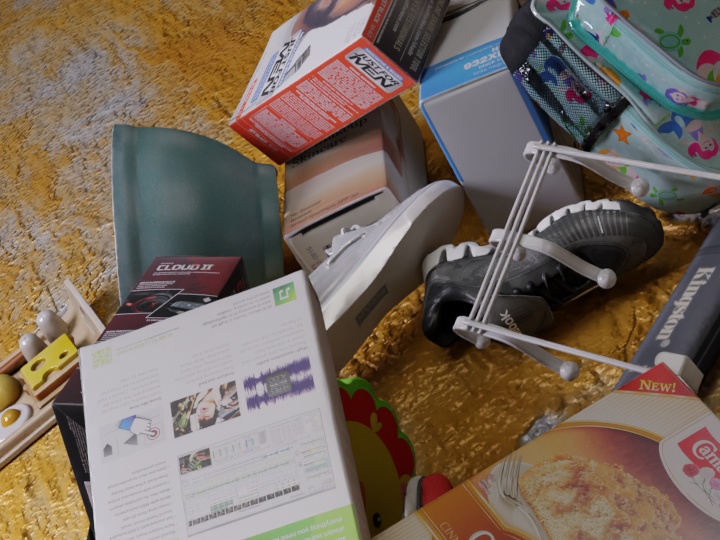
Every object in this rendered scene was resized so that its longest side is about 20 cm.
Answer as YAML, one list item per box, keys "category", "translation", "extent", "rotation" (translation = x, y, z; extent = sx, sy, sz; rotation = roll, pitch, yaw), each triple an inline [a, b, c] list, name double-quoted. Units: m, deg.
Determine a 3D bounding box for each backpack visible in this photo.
- category: "backpack"
  translation: [0.223, -0.149, 1.065]
  extent: [0.177, 0.200, 0.151]
  rotation: [-40, -1, -27]

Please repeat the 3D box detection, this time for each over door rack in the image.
- category: "over door rack"
  translation: [0.165, -0.003, 0.978]
  extent: [0.199, 0.066, 0.149]
  rotation: [10, 73, 48]

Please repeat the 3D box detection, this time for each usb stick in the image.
- category: "usb stick"
  translation: [0.223, 0.027, 0.995]
  extent: [0.055, 0.033, 0.201]
  rotation: [6, 50, 45]

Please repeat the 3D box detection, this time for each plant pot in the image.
- category: "plant pot"
  translation: [-0.131, -0.024, 1.260]
  extent: [0.132, 0.202, 0.201]
  rotation: [-4, 33, -4]

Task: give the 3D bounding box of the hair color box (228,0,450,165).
- category: "hair color box"
  translation: [-0.017, -0.173, 1.225]
  extent: [0.199, 0.064, 0.112]
  rotation: [-23, 37, 50]

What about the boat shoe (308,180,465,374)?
- category: "boat shoe"
  translation: [0.000, 0.000, 1.151]
  extent: [0.068, 0.072, 0.201]
  rotation: [30, 73, 31]

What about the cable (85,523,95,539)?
- category: "cable"
  translation: [-0.182, 0.194, 1.151]
  extent: [0.097, 0.050, 0.200]
  rotation: [-51, 22, -8]

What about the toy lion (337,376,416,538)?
- category: "toy lion"
  translation: [-0.030, 0.148, 0.917]
  extent: [0.068, 0.200, 0.194]
  rotation: [-11, 57, 34]

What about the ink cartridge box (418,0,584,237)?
- category: "ink cartridge box"
  translation: [0.113, -0.145, 1.219]
  extent: [0.083, 0.146, 0.201]
  rotation: [-21, 34, 18]

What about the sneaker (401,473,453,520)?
- category: "sneaker"
  translation: [0.083, 0.192, 0.876]
  extent: [0.084, 0.077, 0.201]
  rotation: [-25, 43, 0]

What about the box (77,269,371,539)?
- category: "box"
  translation: [-0.075, 0.107, 0.818]
  extent: [0.143, 0.036, 0.202]
  rotation: [-19, 51, 7]

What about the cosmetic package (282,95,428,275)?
- category: "cosmetic package"
  translation: [-0.003, -0.075, 1.284]
  extent: [0.103, 0.088, 0.201]
  rotation: [-26, 32, 14]

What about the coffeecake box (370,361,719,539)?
- category: "coffeecake box"
  translation: [0.126, 0.163, 0.789]
  extent: [0.199, 0.074, 0.154]
  rotation: [-29, 49, -14]

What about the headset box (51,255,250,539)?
- category: "headset box"
  translation: [-0.125, 0.093, 1.061]
  extent: [0.074, 0.150, 0.201]
  rotation: [0, 31, 18]

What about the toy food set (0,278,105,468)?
- category: "toy food set"
  translation: [-0.320, 0.097, 1.366]
  extent: [0.199, 0.061, 0.143]
  rotation: [-40, 32, -9]

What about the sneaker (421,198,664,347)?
- category: "sneaker"
  translation: [0.123, 0.012, 1.080]
  extent: [0.198, 0.067, 0.091]
  rotation: [-16, 38, 33]
